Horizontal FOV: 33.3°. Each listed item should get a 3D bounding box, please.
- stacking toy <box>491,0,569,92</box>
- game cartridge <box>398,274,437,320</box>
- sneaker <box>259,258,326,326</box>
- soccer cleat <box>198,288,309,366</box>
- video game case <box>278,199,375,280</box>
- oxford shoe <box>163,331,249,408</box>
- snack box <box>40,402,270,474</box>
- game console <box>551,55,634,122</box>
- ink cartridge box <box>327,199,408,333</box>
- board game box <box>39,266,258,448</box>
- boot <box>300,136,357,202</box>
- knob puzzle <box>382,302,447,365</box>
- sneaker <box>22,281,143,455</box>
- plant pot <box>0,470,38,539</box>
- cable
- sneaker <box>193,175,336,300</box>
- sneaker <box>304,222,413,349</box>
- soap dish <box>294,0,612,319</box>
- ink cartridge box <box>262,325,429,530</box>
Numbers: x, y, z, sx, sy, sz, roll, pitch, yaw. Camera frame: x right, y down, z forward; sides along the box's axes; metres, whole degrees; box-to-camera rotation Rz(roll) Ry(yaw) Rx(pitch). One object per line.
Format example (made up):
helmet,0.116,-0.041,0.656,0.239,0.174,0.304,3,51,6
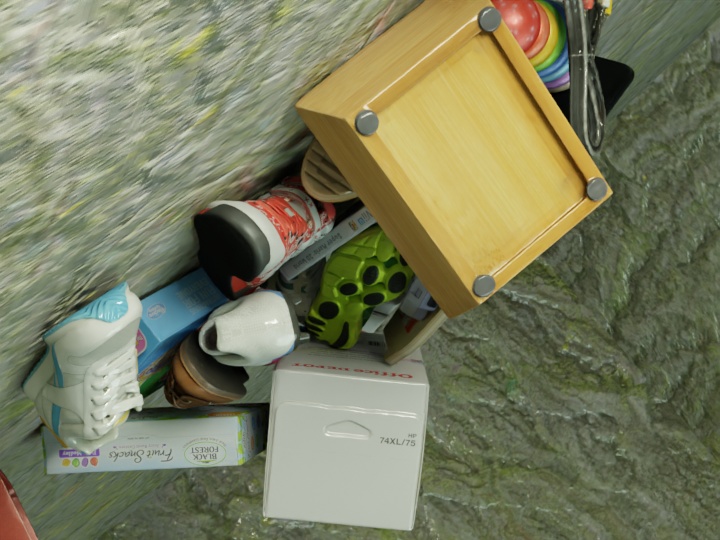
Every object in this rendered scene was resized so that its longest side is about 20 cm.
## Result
stacking toy,0.148,-0.203,1.043,0.085,0.085,0.200,-42,170,17
game cartridge,0.091,-0.048,1.024,0.200,0.038,0.130,114,0,-60
sneaker,-0.050,-0.001,1.207,0.070,0.093,0.200,-38,174,-24
soccer cleat,-0.103,0.051,1.063,0.086,0.070,0.200,-11,175,-13
video game case,0.018,-0.063,1.048,0.143,0.018,0.200,-41,-175,-31
oxford shoe,-0.148,0.102,1.096,0.071,0.071,0.200,-35,175,-3
snack box,-0.202,0.168,1.223,0.200,0.053,0.142,-4,180,8
game console,0.143,-0.132,1.182,0.200,0.116,0.176,-50,-179,-33
ink cartridge box,0.018,-0.022,1.314,0.200,0.085,0.146,122,-7,-68
board game box,-0.192,0.071,1.113,0.200,0.040,0.153,-45,173,40
boot,0.025,-0.104,1.010,0.200,0.072,0.166,-42,173,-17
knob puzzle,0.089,0.011,1.133,0.220,0.030,0.220,-54,-173,10
sneaker,-0.197,0.075,0.917,0.076,0.081,0.200,-34,171,-33
plant pot,-0.385,0.326,1.166,0.176,0.200,0.200,-26,170,-17
cable,0.196,-0.199,1.011,0.050,0.200,0.097,-2,179,26
sneaker,-0.069,-0.040,0.940,0.108,0.067,0.201,-40,178,-14
sneaker,0.000,0.000,1.121,0.200,0.074,0.084,-51,-165,56
soap dish,0.075,-0.084,0.853,0.157,0.200,0.081,-39,-161,-6
ink cartridge box,-0.015,0.150,1.200,0.200,0.146,0.146,-89,-175,-81
